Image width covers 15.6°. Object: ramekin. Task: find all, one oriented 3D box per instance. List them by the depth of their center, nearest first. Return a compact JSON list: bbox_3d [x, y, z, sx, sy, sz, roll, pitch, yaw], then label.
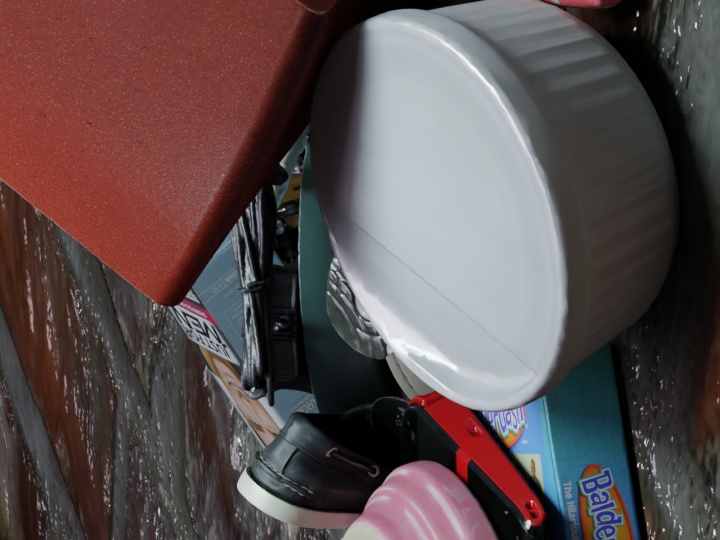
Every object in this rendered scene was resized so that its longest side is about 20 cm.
[{"bbox_3d":[0.069,-0.040,1.279,0.202,0.094,0.203,35,137,41],"label":"ramekin"}]

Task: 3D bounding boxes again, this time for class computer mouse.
[{"bbox_3d":[-0.054,0.006,1.515,0.200,0.046,0.141,4,-97,-79],"label":"computer mouse"}]

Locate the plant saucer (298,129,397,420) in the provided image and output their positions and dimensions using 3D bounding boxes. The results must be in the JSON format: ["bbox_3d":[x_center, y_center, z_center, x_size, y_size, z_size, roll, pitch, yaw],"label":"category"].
[{"bbox_3d":[0.000,0.000,1.580,0.200,0.036,0.201,-1,-90,-80],"label":"plant saucer"}]

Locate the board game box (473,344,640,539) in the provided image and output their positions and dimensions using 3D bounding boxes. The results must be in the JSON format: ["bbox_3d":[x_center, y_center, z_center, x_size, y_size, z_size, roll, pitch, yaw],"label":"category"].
[{"bbox_3d":[0.103,0.143,1.407,0.152,0.045,0.201,171,90,-74],"label":"board game box"}]

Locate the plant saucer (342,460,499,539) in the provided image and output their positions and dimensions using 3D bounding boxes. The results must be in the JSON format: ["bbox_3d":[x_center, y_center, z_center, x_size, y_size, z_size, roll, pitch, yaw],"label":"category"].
[{"bbox_3d":[0.035,0.205,1.412,0.200,0.051,0.202,170,90,-71],"label":"plant saucer"}]

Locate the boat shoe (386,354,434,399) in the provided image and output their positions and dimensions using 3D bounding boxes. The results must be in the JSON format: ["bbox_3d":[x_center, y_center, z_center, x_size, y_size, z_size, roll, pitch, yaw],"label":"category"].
[{"bbox_3d":[0.038,-0.021,1.507,0.060,0.071,0.201,-86,-13,-72],"label":"boat shoe"}]

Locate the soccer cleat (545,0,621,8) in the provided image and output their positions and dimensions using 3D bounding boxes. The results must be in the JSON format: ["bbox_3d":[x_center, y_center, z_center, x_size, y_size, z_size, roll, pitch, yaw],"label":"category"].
[{"bbox_3d":[0.102,-0.221,1.233,0.073,0.068,0.201,29,127,45],"label":"soccer cleat"}]

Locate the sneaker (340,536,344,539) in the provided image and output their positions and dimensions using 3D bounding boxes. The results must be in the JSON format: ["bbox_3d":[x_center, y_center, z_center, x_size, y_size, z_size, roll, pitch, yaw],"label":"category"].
[{"bbox_3d":[0.035,0.215,1.579,0.100,0.078,0.200,52,179,31],"label":"sneaker"}]

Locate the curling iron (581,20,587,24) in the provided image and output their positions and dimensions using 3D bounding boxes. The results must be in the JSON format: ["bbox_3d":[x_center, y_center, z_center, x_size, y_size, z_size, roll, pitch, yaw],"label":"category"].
[{"bbox_3d":[0.094,-0.055,1.367,0.201,0.025,0.050,107,-176,-48],"label":"curling iron"}]

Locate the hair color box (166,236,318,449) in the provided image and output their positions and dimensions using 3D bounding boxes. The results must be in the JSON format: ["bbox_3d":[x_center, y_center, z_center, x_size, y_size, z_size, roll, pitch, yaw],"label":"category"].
[{"bbox_3d":[-0.059,0.055,1.692,0.200,0.061,0.099,57,164,-25],"label":"hair color box"}]

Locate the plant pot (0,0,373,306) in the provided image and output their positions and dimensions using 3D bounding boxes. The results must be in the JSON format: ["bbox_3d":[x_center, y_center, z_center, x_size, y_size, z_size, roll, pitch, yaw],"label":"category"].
[{"bbox_3d":[-0.093,-0.143,1.321,0.176,0.199,0.200,-48,6,39],"label":"plant pot"}]

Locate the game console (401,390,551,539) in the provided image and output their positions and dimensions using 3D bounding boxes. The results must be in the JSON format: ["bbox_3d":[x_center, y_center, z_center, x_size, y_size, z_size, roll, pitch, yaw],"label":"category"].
[{"bbox_3d":[0.067,0.180,1.431,0.177,0.031,0.201,-135,38,-58],"label":"game console"}]

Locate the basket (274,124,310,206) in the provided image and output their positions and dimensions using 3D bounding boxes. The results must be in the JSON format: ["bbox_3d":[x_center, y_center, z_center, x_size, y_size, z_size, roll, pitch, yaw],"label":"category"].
[{"bbox_3d":[-0.098,-0.170,1.564,0.161,0.199,0.199,122,169,-58],"label":"basket"}]

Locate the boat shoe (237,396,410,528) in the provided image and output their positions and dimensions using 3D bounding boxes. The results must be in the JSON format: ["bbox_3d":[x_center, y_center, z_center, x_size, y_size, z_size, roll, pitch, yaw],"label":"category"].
[{"bbox_3d":[0.009,0.105,1.519,0.074,0.199,0.066,36,108,36],"label":"boat shoe"}]

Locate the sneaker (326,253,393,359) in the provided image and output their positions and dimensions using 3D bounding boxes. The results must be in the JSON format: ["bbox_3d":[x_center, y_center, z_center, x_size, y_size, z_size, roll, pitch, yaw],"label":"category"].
[{"bbox_3d":[0.051,-0.048,1.429,0.077,0.088,0.201,37,113,22],"label":"sneaker"}]

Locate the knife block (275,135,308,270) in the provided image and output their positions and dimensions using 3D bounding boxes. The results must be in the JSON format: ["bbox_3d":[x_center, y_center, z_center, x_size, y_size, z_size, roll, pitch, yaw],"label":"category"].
[{"bbox_3d":[-0.057,-0.071,1.736,0.176,0.064,0.200,83,167,-45],"label":"knife block"}]
